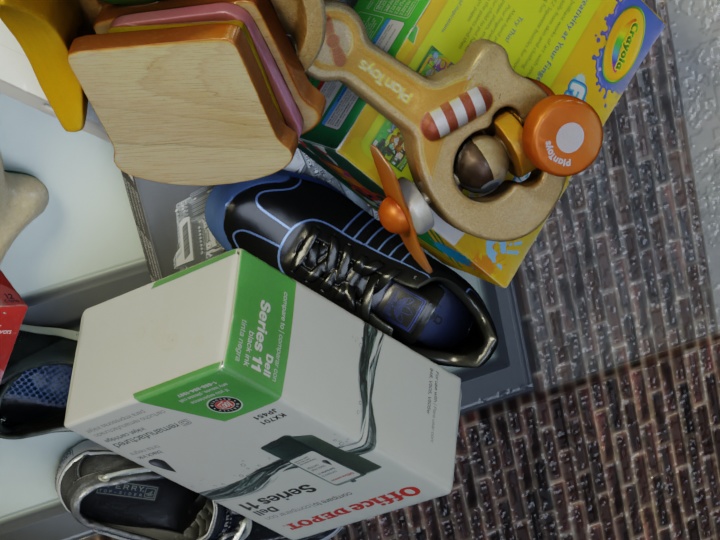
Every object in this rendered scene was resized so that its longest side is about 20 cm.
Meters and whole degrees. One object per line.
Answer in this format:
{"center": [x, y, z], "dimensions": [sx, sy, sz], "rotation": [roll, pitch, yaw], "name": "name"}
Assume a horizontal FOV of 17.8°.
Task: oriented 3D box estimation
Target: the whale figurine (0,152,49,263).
{"center": [-0.270, -0.075, 1.353], "dimensions": [0.159, 0.104, 0.200], "rotation": [-55, 139, -10], "name": "whale figurine"}

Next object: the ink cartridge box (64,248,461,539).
{"center": [-0.055, 0.080, 1.392], "dimensions": [0.200, 0.146, 0.083], "rotation": [31, 52, -36], "name": "ink cartridge box"}

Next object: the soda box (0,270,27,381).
{"center": [-0.294, 0.030, 1.300], "dimensions": [0.199, 0.063, 0.070], "rotation": [0, 124, -40], "name": "soda box"}

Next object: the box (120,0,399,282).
{"center": [-0.068, -0.069, 1.434], "dimensions": [0.157, 0.050, 0.201], "rotation": [-18, 113, -13], "name": "box"}

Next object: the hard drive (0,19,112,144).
{"center": [-0.143, -0.181, 1.341], "dimensions": [0.131, 0.026, 0.201], "rotation": [24, 73, -24], "name": "hard drive"}

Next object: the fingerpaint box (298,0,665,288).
{"center": [0.070, -0.120, 1.418], "dimensions": [0.167, 0.073, 0.201], "rotation": [36, 81, -36], "name": "fingerpaint box"}

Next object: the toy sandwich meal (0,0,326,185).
{"center": [-0.110, -0.125, 1.234], "dimensions": [0.205, 0.205, 0.071], "rotation": [26, 54, -24], "name": "toy sandwich meal"}

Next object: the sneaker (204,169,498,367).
{"center": [0.000, 0.000, 1.410], "dimensions": [0.199, 0.078, 0.070], "rotation": [25, 99, -25], "name": "sneaker"}

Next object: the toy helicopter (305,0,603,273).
{"center": [0.032, -0.083, 1.325], "dimensions": [0.200, 0.079, 0.133], "rotation": [33, 92, -25], "name": "toy helicopter"}

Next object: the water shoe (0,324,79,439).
{"center": [-0.240, 0.064, 1.405], "dimensions": [0.199, 0.079, 0.072], "rotation": [1, 107, -18], "name": "water shoe"}

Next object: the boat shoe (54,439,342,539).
{"center": [-0.096, 0.152, 1.487], "dimensions": [0.199, 0.068, 0.072], "rotation": [12, 103, -21], "name": "boat shoe"}
